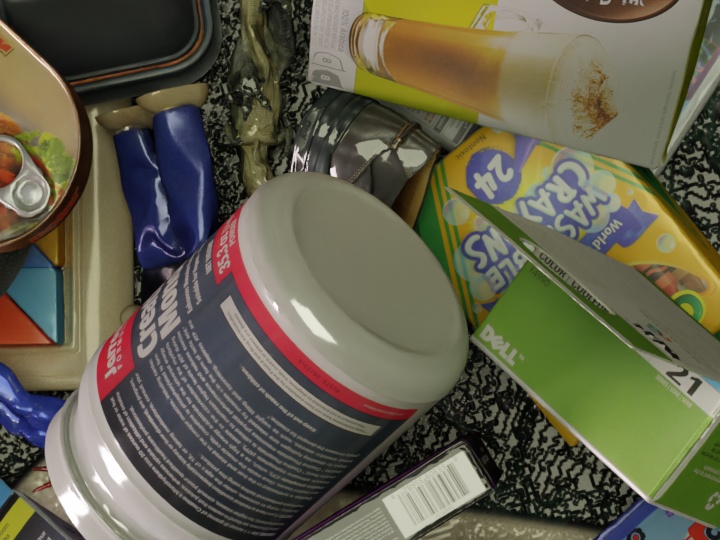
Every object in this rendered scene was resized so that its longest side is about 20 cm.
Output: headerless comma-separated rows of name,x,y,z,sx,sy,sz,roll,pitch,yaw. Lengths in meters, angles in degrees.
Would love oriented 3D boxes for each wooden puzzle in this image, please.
wooden puzzle,-0.229,-0.024,1.691,0.199,0.037,0.186,-1,87,4

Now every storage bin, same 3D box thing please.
storage bin,-0.146,-0.207,1.630,0.145,0.134,0.201,-10,78,2

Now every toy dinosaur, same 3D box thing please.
toy dinosaur,-0.054,-0.119,1.657,0.047,0.088,0.201,1,88,-5

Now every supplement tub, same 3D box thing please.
supplement tub,-0.055,0.059,1.523,0.140,0.140,0.200,49,119,5

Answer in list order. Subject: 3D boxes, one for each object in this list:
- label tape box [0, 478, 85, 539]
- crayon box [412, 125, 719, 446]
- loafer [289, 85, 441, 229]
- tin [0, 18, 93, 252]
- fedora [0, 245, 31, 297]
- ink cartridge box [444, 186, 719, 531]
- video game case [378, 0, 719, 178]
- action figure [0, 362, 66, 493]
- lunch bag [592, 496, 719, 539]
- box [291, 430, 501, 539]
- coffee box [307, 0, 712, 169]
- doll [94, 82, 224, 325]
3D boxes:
label tape box,-0.181,0.218,1.652,0.200,0.066,0.143,36,91,39
crayon box,0.123,0.003,1.637,0.126,0.052,0.200,-40,89,14
loafer,0.000,0.000,1.612,0.072,0.073,0.200,22,131,23
tin,-0.226,-0.094,1.568,0.200,0.042,0.112,44,97,13
fedora,-0.256,-0.050,1.636,0.200,0.092,0.201,-1,83,11
ink cartridge box,0.118,0.046,1.492,0.148,0.200,0.076,43,102,35
video game case,0.117,-0.142,1.678,0.182,0.023,0.200,33,89,5
action figure,-0.158,0.092,1.659,0.199,0.065,0.052,15,60,-5
lunch bag,0.176,0.206,1.634,0.200,0.094,0.151,-45,85,17
box,0.006,0.136,1.584,0.143,0.200,0.036,-32,88,3
coffee box,0.098,-0.207,1.537,0.197,0.200,0.200,15,55,5
doll,-0.089,0.002,1.638,0.136,0.048,0.201,-17,86,48
